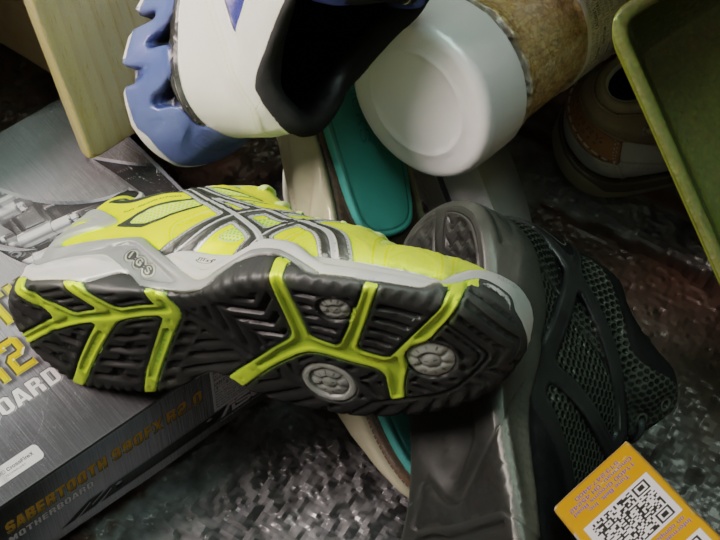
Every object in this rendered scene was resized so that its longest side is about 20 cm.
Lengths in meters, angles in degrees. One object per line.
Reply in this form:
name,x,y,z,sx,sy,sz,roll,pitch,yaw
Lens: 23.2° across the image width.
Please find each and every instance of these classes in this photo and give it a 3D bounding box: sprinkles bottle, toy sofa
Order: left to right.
toy sofa,-0.139,-0.135,0.770,0.097,0.083,0.200,-34,41,-22
sprinkles bottle,0.082,-0.113,0.732,0.068,0.069,0.200,34,49,21

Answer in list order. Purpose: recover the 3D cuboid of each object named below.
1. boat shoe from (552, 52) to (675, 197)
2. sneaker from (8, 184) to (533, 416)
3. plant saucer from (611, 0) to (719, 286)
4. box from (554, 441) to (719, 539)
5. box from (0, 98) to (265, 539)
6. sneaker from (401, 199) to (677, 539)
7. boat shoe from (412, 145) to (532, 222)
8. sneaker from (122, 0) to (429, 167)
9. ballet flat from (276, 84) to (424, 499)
boat shoe,0.185,-0.087,0.784,0.198,0.068,0.075,-21,73,-13
sneaker,-0.031,0.000,0.631,0.198,0.076,0.077,6,47,23
plant saucer,0.204,-0.060,0.730,0.199,0.201,0.048,-32,16,-19
box,0.140,0.143,0.539,0.041,0.119,0.200,-40,26,2
box,-0.147,0.031,0.705,0.199,0.049,0.158,-33,59,-23
sneaker,0.071,0.081,0.659,0.114,0.076,0.201,12,70,-38
boat shoe,0.013,-0.076,0.783,0.065,0.072,0.201,-31,71,16
sneaker,-0.022,-0.137,0.657,0.115,0.202,0.080,7,4,44
ballet flat,0.000,0.000,0.720,0.069,0.069,0.202,-9,79,-8
